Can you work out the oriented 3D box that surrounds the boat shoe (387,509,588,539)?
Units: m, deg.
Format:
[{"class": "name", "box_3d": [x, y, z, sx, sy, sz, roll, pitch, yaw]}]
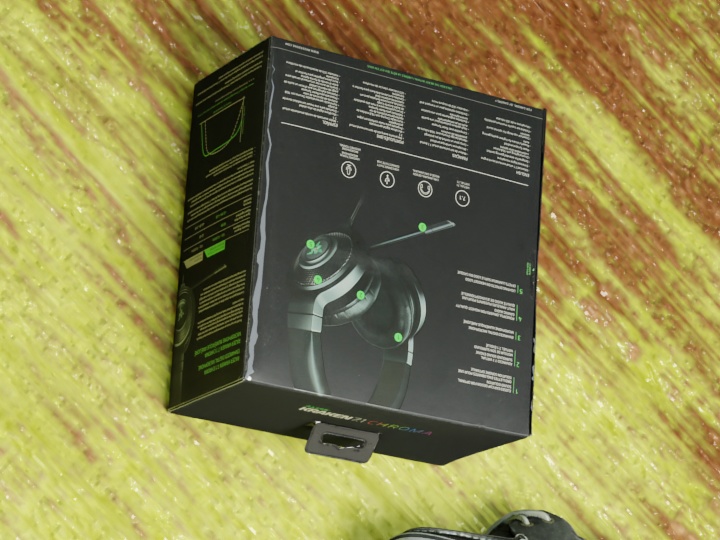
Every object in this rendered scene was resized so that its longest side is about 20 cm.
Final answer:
[{"class": "boat shoe", "box_3d": [0.089, 0.164, 1.421, 0.200, 0.072, 0.071, 23, 57, -34]}]

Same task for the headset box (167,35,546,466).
[{"class": "headset box", "box_3d": [0.000, 0.000, 1.392, 0.174, 0.093, 0.200, 12, 71, -28]}]
